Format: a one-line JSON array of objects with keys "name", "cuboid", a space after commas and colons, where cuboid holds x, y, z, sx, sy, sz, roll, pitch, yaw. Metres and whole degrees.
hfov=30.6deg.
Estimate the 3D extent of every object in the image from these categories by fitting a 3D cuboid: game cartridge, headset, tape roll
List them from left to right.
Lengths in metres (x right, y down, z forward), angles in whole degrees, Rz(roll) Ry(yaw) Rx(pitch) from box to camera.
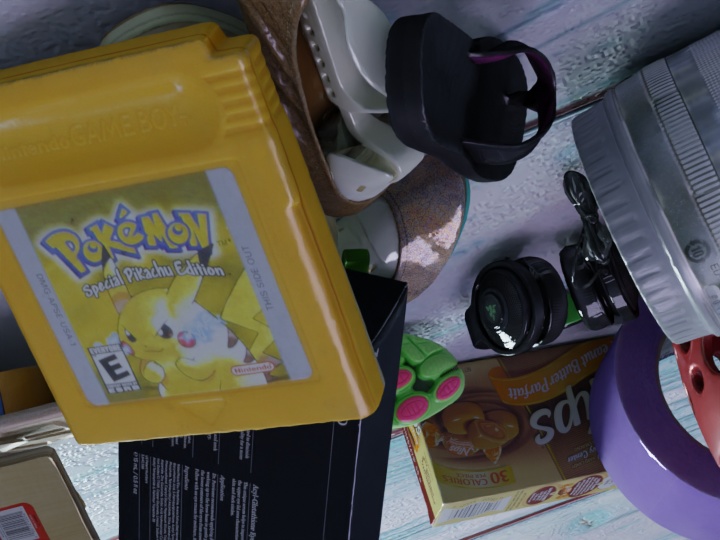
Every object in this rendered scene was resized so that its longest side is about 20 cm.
[{"name": "game cartridge", "cuboid": [-0.099, -0.008, 0.623, 0.175, 0.032, 0.201, -9, 120, 23]}, {"name": "headset", "cuboid": [0.136, 0.002, 0.917, 0.123, 0.094, 0.200, -16, 168, -11]}, {"name": "tape roll", "cuboid": [0.284, 0.103, 1.017, 0.199, 0.201, 0.085, -10, 152, -12]}]

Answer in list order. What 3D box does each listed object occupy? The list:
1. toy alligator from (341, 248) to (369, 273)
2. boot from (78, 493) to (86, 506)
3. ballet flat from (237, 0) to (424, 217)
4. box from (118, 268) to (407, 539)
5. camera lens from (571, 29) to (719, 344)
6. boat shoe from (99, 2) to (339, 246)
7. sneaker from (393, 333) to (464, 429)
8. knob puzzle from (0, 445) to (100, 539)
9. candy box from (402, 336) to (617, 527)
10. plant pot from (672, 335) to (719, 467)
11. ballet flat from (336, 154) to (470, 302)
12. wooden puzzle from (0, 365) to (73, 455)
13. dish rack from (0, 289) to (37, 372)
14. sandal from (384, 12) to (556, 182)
[{"name": "toy alligator", "cuboid": [-0.011, 0.055, 0.803, 0.059, 0.055, 0.200, 1, 151, -7]}, {"name": "boot", "cuboid": [-0.252, 0.167, 0.908, 0.174, 0.067, 0.200, 0, 175, 21]}, {"name": "ballet flat", "cuboid": [-0.005, -0.083, 0.616, 0.068, 0.072, 0.200, -44, 144, -23]}, {"name": "box", "cuboid": [-0.057, 0.094, 0.735, 0.140, 0.079, 0.201, 14, 120, 15]}, {"name": "camera lens", "cuboid": [0.238, -0.064, 0.731, 0.199, 0.161, 0.160, -26, 151, 17]}, {"name": "boat shoe", "cuboid": [-0.059, -0.066, 0.669, 0.073, 0.063, 0.200, -26, 151, 16]}, {"name": "sneaker", "cuboid": [-0.018, 0.101, 1.003, 0.199, 0.077, 0.084, -18, 171, 7]}, {"name": "knob puzzle", "cuboid": [-0.242, 0.191, 0.777, 0.218, 0.031, 0.221, -2, 122, -4]}, {"name": "candy box", "cuboid": [0.139, 0.129, 1.074, 0.199, 0.116, 0.055, -8, 152, -15]}, {"name": "plant pot", "cuboid": [0.304, 0.018, 0.891, 0.199, 0.183, 0.201, -12, 152, -7]}, {"name": "ballet flat", "cuboid": [0.000, 0.000, 0.811, 0.067, 0.068, 0.200, -9, 151, -31]}, {"name": "wooden puzzle", "cuboid": [-0.239, 0.094, 0.797, 0.199, 0.047, 0.185, -9, 171, -4]}, {"name": "dish rack", "cuboid": [-0.224, 0.018, 0.753, 0.171, 0.044, 0.200, -14, 153, -6]}, {"name": "sandal", "cuboid": [0.064, -0.081, 0.637, 0.048, 0.076, 0.200, -1, -176, 20]}]
